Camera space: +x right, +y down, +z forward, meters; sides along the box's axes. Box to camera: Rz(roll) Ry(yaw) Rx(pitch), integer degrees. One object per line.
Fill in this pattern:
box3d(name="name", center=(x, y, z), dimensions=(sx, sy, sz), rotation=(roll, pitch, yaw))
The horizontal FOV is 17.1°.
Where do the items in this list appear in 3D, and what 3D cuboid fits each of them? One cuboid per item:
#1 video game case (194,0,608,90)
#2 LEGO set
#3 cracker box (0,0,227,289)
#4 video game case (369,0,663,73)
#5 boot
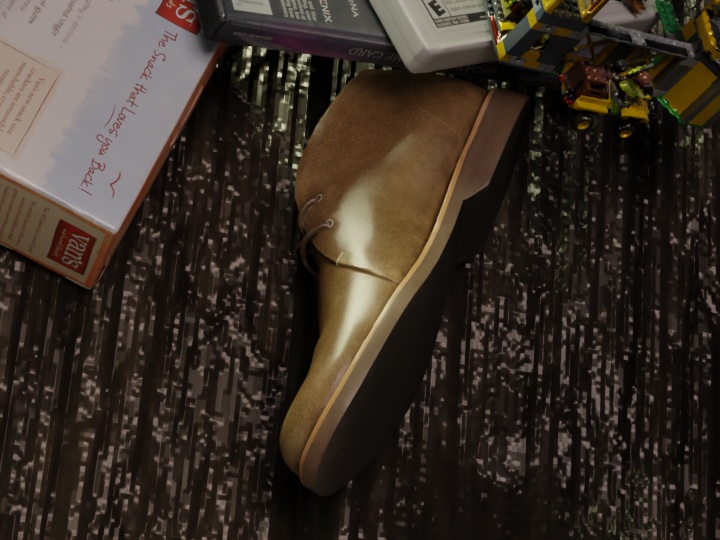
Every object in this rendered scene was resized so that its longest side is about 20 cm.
box3d(name="video game case", center=(0.010, -0.144, 0.984), dimensions=(0.199, 0.019, 0.143), rotation=(5, 57, -35))
box3d(name="LEGO set", center=(0.114, -0.163, 0.951), dimensions=(0.153, 0.116, 0.201), rotation=(16, 51, -27))
box3d(name="cracker box", center=(-0.158, -0.100, 0.923), dimensions=(0.199, 0.058, 0.134), rotation=(28, 60, -3))
box3d(name="video game case", center=(0.029, -0.176, 0.995), dimensions=(0.143, 0.018, 0.200), rotation=(-14, 69, -41))
box3d(name="boot", center=(0.000, 0.000, 0.930), dimensions=(0.075, 0.074, 0.200), rotation=(19, 53, 8))
